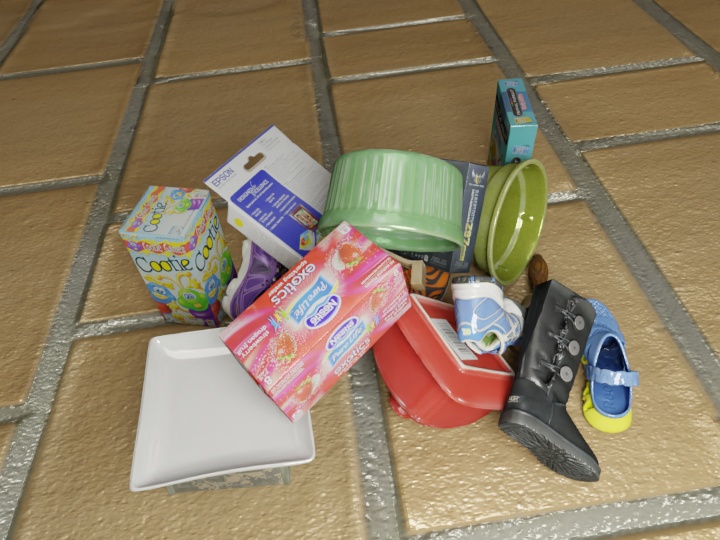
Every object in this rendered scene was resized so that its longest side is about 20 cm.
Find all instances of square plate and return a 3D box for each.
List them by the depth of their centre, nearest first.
[{"bbox_3d":[-0.159,0.152,0.638,0.195,0.029,0.200,-7,46,-6],"label":"square plate"}]

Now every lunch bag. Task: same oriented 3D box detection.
[{"bbox_3d":[-0.170,0.175,0.717,0.160,0.119,0.202,-4,41,-2],"label":"lunch bag"}]

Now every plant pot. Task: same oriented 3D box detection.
[{"bbox_3d":[0.187,-0.099,0.899,0.182,0.203,0.200,20,51,37],"label":"plant pot"}]

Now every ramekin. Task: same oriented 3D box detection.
[{"bbox_3d":[0.045,-0.089,0.720,0.196,0.200,0.100,6,86,11],"label":"ramekin"}]

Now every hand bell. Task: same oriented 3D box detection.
[{"bbox_3d":[0.278,0.037,0.838,0.102,0.106,0.201,8,35,12],"label":"hand bell"}]

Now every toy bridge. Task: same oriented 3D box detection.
[{"bbox_3d":[0.000,0.000,0.784,0.196,0.027,0.069,-5,64,24],"label":"toy bridge"}]

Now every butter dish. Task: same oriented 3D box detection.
[{"bbox_3d":[0.094,0.138,0.715,0.197,0.149,0.201,17,29,-43],"label":"butter dish"}]

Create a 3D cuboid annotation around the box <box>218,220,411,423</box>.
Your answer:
[{"bbox_3d":[-0.046,0.056,0.613,0.200,0.096,0.099,-43,57,-16],"label":"box"}]

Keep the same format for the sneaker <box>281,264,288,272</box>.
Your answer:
[{"bbox_3d":[-0.106,0.003,0.910,0.145,0.080,0.204,-6,68,44],"label":"sneaker"}]

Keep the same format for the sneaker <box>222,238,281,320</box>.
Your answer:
[{"bbox_3d":[-0.144,-0.002,0.854,0.083,0.080,0.203,26,98,32],"label":"sneaker"}]

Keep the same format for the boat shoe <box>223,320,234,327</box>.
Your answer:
[{"bbox_3d":[-0.114,0.076,0.793,0.197,0.072,0.062,-4,84,16],"label":"boat shoe"}]

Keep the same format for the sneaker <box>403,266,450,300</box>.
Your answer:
[{"bbox_3d":[0.070,0.021,0.835,0.199,0.113,0.077,-37,54,-26],"label":"sneaker"}]

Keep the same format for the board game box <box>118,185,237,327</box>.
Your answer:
[{"bbox_3d":[-0.275,-0.018,0.844,0.101,0.202,0.106,5,47,10],"label":"board game box"}]

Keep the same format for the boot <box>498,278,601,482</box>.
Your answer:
[{"bbox_3d":[0.259,0.136,0.675,0.065,0.164,0.202,-19,38,50],"label":"boot"}]

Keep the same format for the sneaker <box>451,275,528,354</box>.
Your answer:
[{"bbox_3d":[0.164,0.071,0.684,0.075,0.199,0.079,-5,68,35],"label":"sneaker"}]

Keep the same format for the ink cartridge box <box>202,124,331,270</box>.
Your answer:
[{"bbox_3d":[-0.110,-0.107,0.817,0.199,0.047,0.199,37,44,-3],"label":"ink cartridge box"}]

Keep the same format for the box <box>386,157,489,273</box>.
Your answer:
[{"bbox_3d":[0.099,-0.096,0.841,0.050,0.161,0.199,-1,14,-38],"label":"box"}]

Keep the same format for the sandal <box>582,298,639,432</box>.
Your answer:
[{"bbox_3d":[0.341,0.114,0.743,0.078,0.088,0.202,-1,45,7],"label":"sandal"}]

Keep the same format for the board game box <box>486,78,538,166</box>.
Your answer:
[{"bbox_3d":[0.269,-0.216,0.974,0.046,0.202,0.153,-1,46,4],"label":"board game box"}]
